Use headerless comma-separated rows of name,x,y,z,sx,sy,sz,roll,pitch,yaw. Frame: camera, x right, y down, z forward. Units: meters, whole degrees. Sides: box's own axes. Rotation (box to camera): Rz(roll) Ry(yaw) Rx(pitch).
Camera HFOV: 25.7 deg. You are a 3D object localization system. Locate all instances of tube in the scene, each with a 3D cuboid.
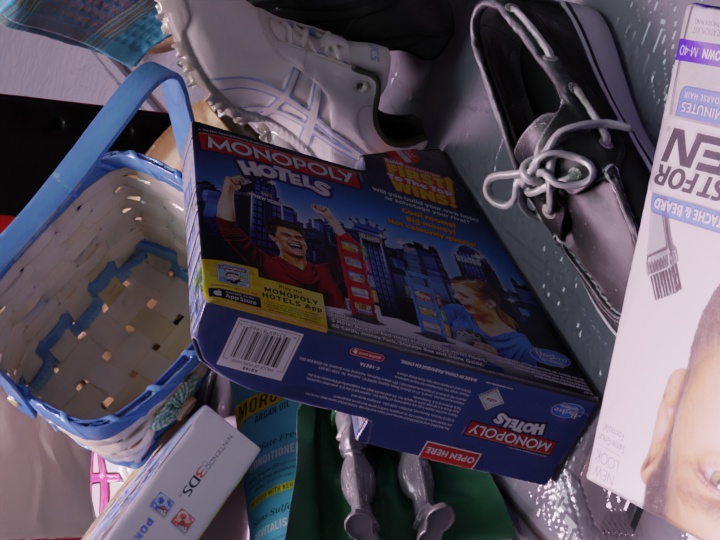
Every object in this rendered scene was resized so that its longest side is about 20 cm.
tube,-0.037,0.111,0.872,0.077,0.050,0.201,-24,49,18

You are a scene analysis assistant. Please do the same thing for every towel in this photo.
towel,-0.111,-0.190,0.965,0.199,0.146,0.022,-27,73,23

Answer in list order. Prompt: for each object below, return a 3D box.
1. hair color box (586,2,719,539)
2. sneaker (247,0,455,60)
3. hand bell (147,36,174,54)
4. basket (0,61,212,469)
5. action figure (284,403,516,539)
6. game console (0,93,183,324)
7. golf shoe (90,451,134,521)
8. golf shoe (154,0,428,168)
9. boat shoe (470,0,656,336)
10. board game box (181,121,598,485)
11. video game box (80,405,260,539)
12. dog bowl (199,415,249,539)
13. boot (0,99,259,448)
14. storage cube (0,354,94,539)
hair color box,0.161,0.004,0.610,0.109,0.064,0.201,24,107,58
sneaker,-0.033,-0.144,0.907,0.199,0.091,0.076,5,56,42
hand bell,-0.084,-0.163,1.065,0.200,0.104,0.105,36,116,43
basket,-0.135,0.003,0.857,0.139,0.200,0.177,28,68,25
action figure,0.005,0.065,0.844,0.201,0.117,0.055,-103,15,-48
game console,-0.192,-0.030,1.089,0.031,0.199,0.178,171,102,-67
golf shoe,-0.156,0.122,1.113,0.092,0.072,0.201,108,152,-52
golf shoe,-0.036,-0.113,0.850,0.097,0.200,0.079,-26,47,15
boat shoe,0.098,-0.049,0.721,0.074,0.068,0.200,-47,46,47
board game box,0.000,0.000,0.802,0.200,0.199,0.062,-102,33,-54
video game box,-0.146,0.177,0.885,0.183,0.047,0.200,-56,6,-25
dog bowl,-0.058,0.178,0.964,0.200,0.058,0.201,-14,73,59
boot,-0.109,0.017,1.012,0.200,0.175,0.066,-40,15,12
storage cube,-0.285,0.114,1.239,0.179,0.199,0.172,4,88,53
